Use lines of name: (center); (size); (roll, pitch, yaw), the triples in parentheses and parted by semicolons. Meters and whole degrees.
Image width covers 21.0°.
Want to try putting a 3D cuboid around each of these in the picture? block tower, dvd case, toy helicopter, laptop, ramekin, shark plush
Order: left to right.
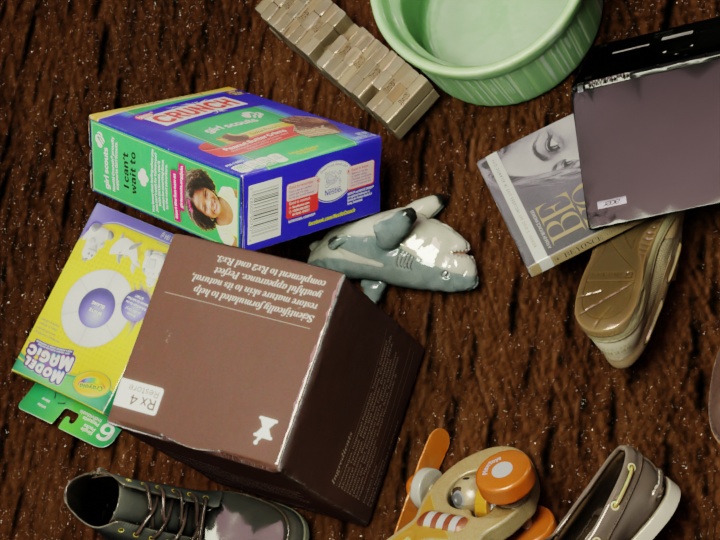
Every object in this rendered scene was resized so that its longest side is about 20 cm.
block tower: (-0.014, -0.196, 1.760); (0.058, 0.054, 0.200); (-46, 60, 0)
shark plush: (0.000, 0.000, 1.676); (0.198, 0.091, 0.084); (-17, 95, 11)
toy helicopter: (0.052, 0.204, 1.560); (0.199, 0.079, 0.132); (-33, 34, -11)
ramekin: (0.116, -0.242, 1.697); (0.198, 0.098, 0.202); (-8, 68, 20)
dvd case: (0.206, -0.088, 1.608); (0.199, 0.016, 0.149); (-27, 41, 5)
laptop: (0.270, -0.131, 1.593); (0.176, 0.200, 0.104); (-11, 108, 18)

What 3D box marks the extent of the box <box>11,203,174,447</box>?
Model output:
box: (-0.233, 0.051, 1.764); (0.117, 0.048, 0.202); (20, 81, 28)

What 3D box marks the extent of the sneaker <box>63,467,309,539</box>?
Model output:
sneaker: (-0.148, 0.215, 1.630); (0.198, 0.106, 0.076); (1, 71, 23)

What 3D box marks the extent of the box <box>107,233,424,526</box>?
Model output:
box: (-0.071, 0.092, 1.592); (0.165, 0.200, 0.166); (14, 76, 25)

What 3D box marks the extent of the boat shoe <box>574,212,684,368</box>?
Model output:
boat shoe: (0.226, -0.014, 1.586); (0.071, 0.065, 0.201); (3, 54, 34)

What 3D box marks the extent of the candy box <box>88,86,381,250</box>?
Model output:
candy box: (-0.108, -0.091, 1.672); (0.199, 0.168, 0.078); (20, 117, 40)

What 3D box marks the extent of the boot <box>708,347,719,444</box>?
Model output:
boot: (0.299, 0.028, 1.477); (0.072, 0.166, 0.202); (19, 81, 27)

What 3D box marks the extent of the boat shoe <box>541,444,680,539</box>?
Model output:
boat shoe: (0.163, 0.225, 1.506); (0.059, 0.072, 0.200); (43, 86, -15)
